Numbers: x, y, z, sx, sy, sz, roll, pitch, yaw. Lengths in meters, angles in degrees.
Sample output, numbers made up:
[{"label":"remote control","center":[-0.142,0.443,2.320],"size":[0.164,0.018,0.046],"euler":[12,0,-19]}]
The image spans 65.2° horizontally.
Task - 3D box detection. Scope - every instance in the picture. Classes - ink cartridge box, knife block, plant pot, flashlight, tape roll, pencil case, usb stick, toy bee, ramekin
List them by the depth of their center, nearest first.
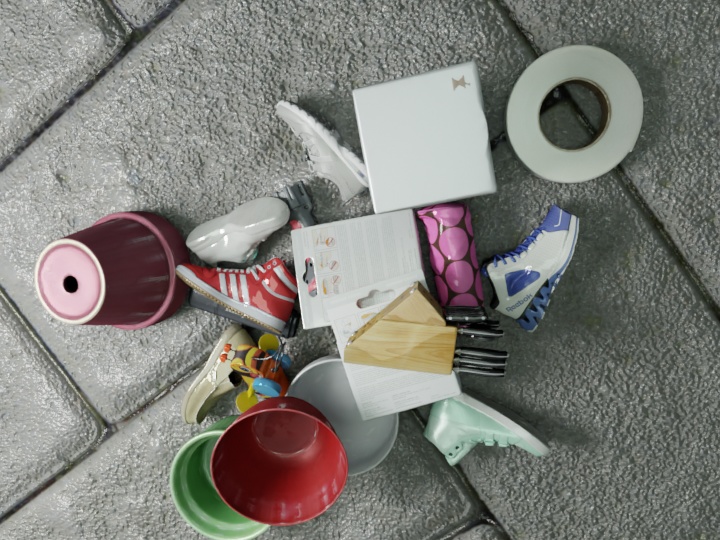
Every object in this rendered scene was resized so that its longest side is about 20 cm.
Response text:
[{"label":"knife block","center":[0.099,0.113,0.794],"size":[0.200,0.064,0.176],"euler":[-40,93,12]},{"label":"tape roll","center":[0.320,-0.233,0.855],"size":[0.200,0.037,0.206],"euler":[1,98,8]},{"label":"ink cartridge box","center":[0.050,0.112,0.856],"size":[0.161,0.057,0.202],"euler":[-17,93,10]},{"label":"ink cartridge box","center":[0.000,0.000,0.885],"size":[0.198,0.047,0.162],"euler":[-10,84,8]},{"label":"pencil case","center":[0.141,-0.007,0.889],"size":[0.093,0.090,0.203],"euler":[-2,101,40]},{"label":"plant pot","center":[-0.403,0.006,0.906],"size":[0.197,0.179,0.203],"euler":[2,97,14]},{"label":"toy bee","center":[-0.169,0.150,0.916],"size":[0.107,0.131,0.202],"euler":[15,128,5]},{"label":"flashlight","center":[-0.089,-0.039,0.929],"size":[0.067,0.068,0.202],"euler":[-26,91,-33]},{"label":"usb stick","center":[-0.202,0.065,0.973],"size":[0.198,0.033,0.056],"euler":[18,100,4]},{"label":"ramekin","center":[-0.220,0.355,0.986],"size":[0.197,0.098,0.203],"euler":[1,99,7]}]

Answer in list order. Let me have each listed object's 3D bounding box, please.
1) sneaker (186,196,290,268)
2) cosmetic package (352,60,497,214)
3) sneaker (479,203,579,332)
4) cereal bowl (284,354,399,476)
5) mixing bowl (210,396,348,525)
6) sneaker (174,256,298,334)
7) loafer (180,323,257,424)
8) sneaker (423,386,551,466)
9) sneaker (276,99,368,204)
[{"label":"sneaker","center":[-0.187,-0.055,0.930],"size":[0.198,0.076,0.089],"euler":[-15,127,27]},{"label":"cosmetic package","center":[0.095,-0.180,0.811],"size":[0.164,0.200,0.169],"euler":[-10,96,9]},{"label":"sneaker","center":[0.251,-0.012,0.876],"size":[0.114,0.081,0.201],"euler":[20,102,2]},{"label":"cereal bowl","center":[-0.029,0.234,0.950],"size":[0.197,0.083,0.203],"euler":[1,99,8]},{"label":"mixing bowl","center":[-0.118,0.269,0.860],"size":[0.197,0.109,0.203],"euler":[-1,109,-2]},{"label":"sneaker","center":[-0.194,0.010,0.926],"size":[0.199,0.071,0.113],"euler":[28,79,-4]},{"label":"loafer","center":[-0.243,0.190,0.976],"size":[0.068,0.076,0.201],"euler":[31,101,8]},{"label":"sneaker","center":[0.202,0.279,0.929],"size":[0.199,0.074,0.119],"euler":[26,95,13]},{"label":"sneaker","center":[-0.067,-0.189,0.895],"size":[0.200,0.075,0.082],"euler":[45,109,3]}]
